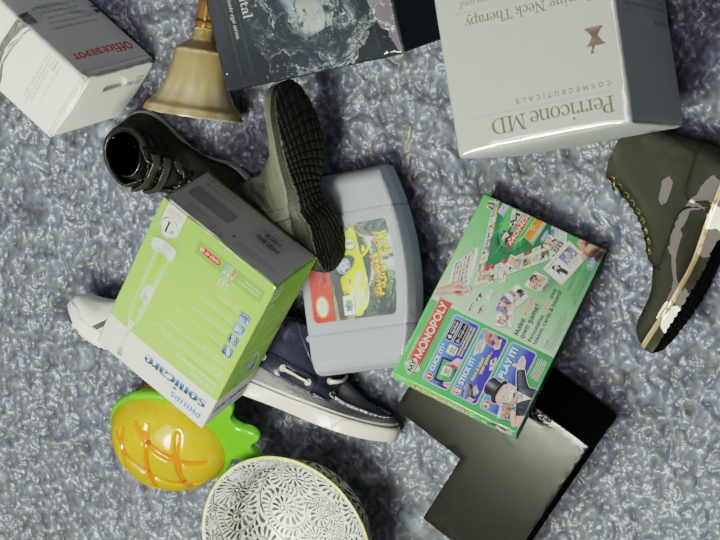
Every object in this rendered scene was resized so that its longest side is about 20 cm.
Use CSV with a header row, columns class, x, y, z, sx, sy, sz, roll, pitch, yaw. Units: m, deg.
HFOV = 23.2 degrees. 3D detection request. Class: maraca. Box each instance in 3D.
class,x,y,z,sx,sy,sz,roll,pitch,yaw
maraca,-0.190,0.175,1.881,0.199,0.108,0.137,-17,126,42

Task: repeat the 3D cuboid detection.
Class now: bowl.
class,x,y,z,sx,sy,sz,roll,pitch,yaw
bowl,-0.062,0.277,1.868,0.199,0.094,0.203,7,108,22

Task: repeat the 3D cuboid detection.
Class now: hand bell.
class,x,y,z,sx,sy,sz,roll,pitch,yaw
hand bell,-0.156,-0.257,1.773,0.103,0.104,0.202,12,98,21

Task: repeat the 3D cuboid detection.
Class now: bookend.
class,x,y,z,sx,sy,sz,roll,pitch,yaw
bookend,0.117,0.174,1.757,0.198,0.092,0.201,36,118,13

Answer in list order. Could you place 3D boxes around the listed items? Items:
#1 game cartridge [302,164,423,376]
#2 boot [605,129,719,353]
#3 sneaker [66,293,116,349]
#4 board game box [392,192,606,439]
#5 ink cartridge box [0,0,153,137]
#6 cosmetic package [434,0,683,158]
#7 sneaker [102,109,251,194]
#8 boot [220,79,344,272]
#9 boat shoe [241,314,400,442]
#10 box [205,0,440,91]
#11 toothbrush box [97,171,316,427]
class,x,y,z,sx,sy,sz,roll,pitch,yaw
game cartridge,0.000,0.000,1.760,0.132,0.041,0.203,-9,87,32
boot,0.272,-0.039,1.642,0.138,0.077,0.202,29,102,19
sneaker,-0.217,0.030,1.880,0.198,0.079,0.131,23,108,22
board game box,0.134,0.042,1.679,0.134,0.029,0.201,25,77,13
ink cartridge box,-0.333,-0.241,1.813,0.200,0.145,0.085,41,116,10
cosmetic package,0.175,-0.213,1.557,0.166,0.166,0.202,-9,89,26
sneaker,-0.186,-0.090,1.816,0.199,0.099,0.071,36,115,10
boot,-0.098,-0.085,1.743,0.130,0.068,0.202,-1,109,35
boat shoe,-0.043,0.107,1.826,0.198,0.075,0.094,19,95,7
box,-0.045,-0.294,1.683,0.198,0.117,0.199,-9,101,25
toothbrush box,-0.155,0.030,1.743,0.145,0.086,0.201,37,123,12
